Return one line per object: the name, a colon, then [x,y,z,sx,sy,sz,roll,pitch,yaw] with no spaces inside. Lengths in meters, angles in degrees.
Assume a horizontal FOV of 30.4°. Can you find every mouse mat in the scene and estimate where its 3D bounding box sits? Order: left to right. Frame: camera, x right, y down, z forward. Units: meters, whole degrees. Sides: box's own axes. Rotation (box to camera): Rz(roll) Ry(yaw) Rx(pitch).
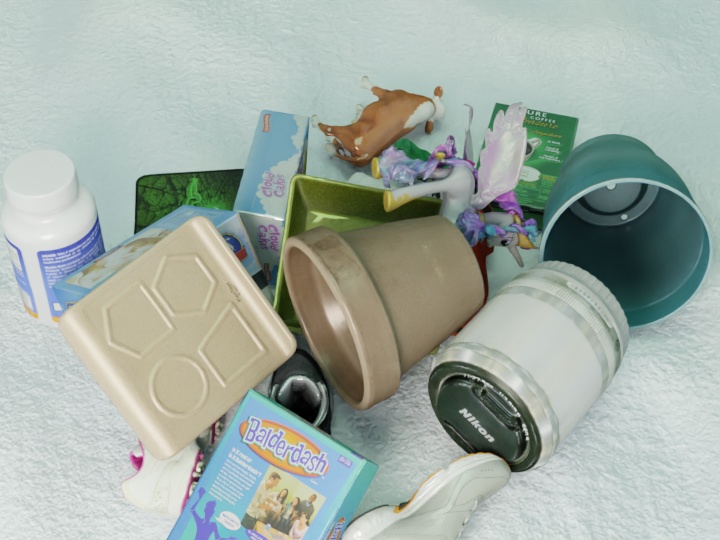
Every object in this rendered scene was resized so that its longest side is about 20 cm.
mouse mat: [-0.214,-0.063,1.714,0.158,0.008,0.202,-4,46,-4]

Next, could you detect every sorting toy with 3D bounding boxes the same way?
sorting toy: [-0.191,0.069,1.399,0.199,0.036,0.186,-39,96,-25]

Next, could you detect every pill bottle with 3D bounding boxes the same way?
pill bottle: [-0.358,-0.039,1.553,0.110,0.202,0.113,0,44,0]

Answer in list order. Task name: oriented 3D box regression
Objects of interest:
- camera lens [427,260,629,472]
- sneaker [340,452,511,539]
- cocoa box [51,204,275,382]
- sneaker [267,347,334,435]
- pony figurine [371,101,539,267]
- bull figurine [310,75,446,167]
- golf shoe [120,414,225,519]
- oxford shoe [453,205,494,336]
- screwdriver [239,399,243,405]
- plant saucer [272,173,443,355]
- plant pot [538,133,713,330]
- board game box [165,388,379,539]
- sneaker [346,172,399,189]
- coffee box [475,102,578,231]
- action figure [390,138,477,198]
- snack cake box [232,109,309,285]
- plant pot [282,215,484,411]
camera lens: [0.181,0.105,1.432,0.159,0.161,0.200,28,52,26]
sneaker: [0.080,0.265,1.346,0.198,0.076,0.092,-29,58,-16]
cocoa box: [-0.220,0.030,1.503,0.199,0.133,0.133,-34,26,-30]
sneaker: [-0.064,0.138,1.434,0.074,0.115,0.202,-4,45,-4]
pony figurine: [0.115,-0.095,1.537,0.197,0.196,0.166,-4,8,-16]
bull figurine: [0.027,-0.208,1.816,0.120,0.066,0.199,22,42,32]
golf shoe: [-0.199,0.175,1.430,0.090,0.076,0.201,3,44,8]
oxford shoe: [0.114,0.001,1.619,0.072,0.071,0.201,-12,41,31]
screwdriver: [-0.093,0.091,1.547,0.029,0.028,0.201,32,49,-9]
plant saucer: [0.000,0.000,1.565,0.197,0.048,0.203,10,65,-7]
plant pot: [0.307,-0.065,1.590,0.197,0.202,0.189,2,32,2]
board game box: [-0.094,0.242,1.308,0.151,0.045,0.202,28,87,26]
sneaker: [0.011,-0.046,1.648,0.114,0.074,0.201,15,46,20]
coffee box: [0.217,-0.138,1.759,0.121,0.044,0.201,10,46,9]
action figure: [0.081,-0.131,1.707,0.117,0.055,0.200,25,10,-19]
snack cake box: [-0.111,-0.093,1.661,0.066,0.116,0.202,9,45,1]
plant pot: [0.033,0.023,1.421,0.173,0.202,0.201,-25,49,-16]
